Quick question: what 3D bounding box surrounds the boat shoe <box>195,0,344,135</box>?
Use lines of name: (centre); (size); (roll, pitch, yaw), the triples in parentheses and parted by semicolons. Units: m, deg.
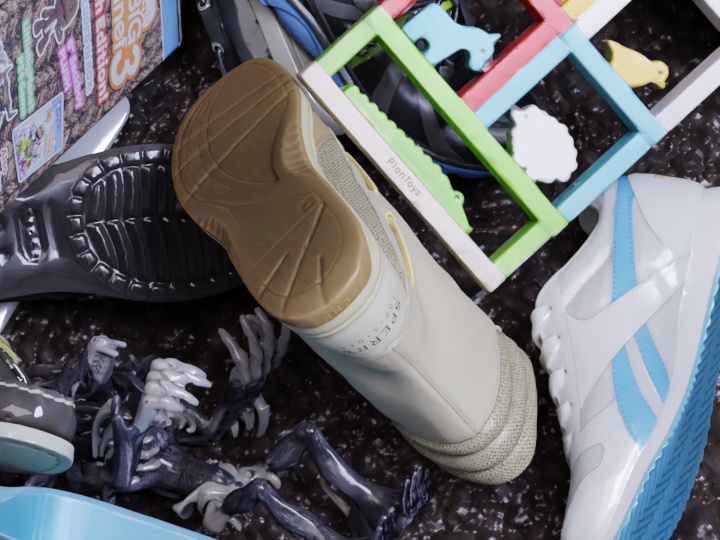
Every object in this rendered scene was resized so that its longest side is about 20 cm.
boat shoe: (-0.059, -0.140, 1.371); (0.066, 0.074, 0.200); (-35, 70, 32)

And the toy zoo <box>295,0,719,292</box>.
toy zoo: (0.088, -0.105, 1.269); (0.200, 0.020, 0.131); (-43, 99, -4)

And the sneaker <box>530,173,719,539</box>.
sneaker: (0.114, 0.050, 1.271); (0.081, 0.077, 0.200); (9, 63, 16)

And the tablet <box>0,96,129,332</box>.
tablet: (-0.211, -0.024, 1.378); (0.130, 0.014, 0.200); (25, 75, 16)

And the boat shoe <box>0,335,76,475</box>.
boat shoe: (-0.188, 0.050, 1.259); (0.201, 0.072, 0.061); (3, 69, 49)

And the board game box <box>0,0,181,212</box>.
board game box: (-0.199, -0.116, 1.305); (0.159, 0.097, 0.200); (15, 37, 22)

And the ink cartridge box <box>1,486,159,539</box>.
ink cartridge box: (-0.173, 0.199, 1.254); (0.136, 0.076, 0.200); (17, 74, 14)

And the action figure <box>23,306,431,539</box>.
action figure: (-0.068, 0.069, 1.266); (0.200, 0.102, 0.119); (24, 31, 12)

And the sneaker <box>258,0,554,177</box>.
sneaker: (0.017, -0.121, 1.310); (0.200, 0.083, 0.071); (46, 40, -10)

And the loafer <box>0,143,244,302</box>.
loafer: (-0.136, -0.022, 1.327); (0.199, 0.071, 0.073); (-3, 95, -14)

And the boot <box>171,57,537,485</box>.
boot: (0.000, 0.000, 1.269); (0.073, 0.155, 0.200); (-43, 36, 6)

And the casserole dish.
casserole dish: (-0.075, 0.135, 1.166); (0.200, 0.121, 0.039); (18, 96, 10)
